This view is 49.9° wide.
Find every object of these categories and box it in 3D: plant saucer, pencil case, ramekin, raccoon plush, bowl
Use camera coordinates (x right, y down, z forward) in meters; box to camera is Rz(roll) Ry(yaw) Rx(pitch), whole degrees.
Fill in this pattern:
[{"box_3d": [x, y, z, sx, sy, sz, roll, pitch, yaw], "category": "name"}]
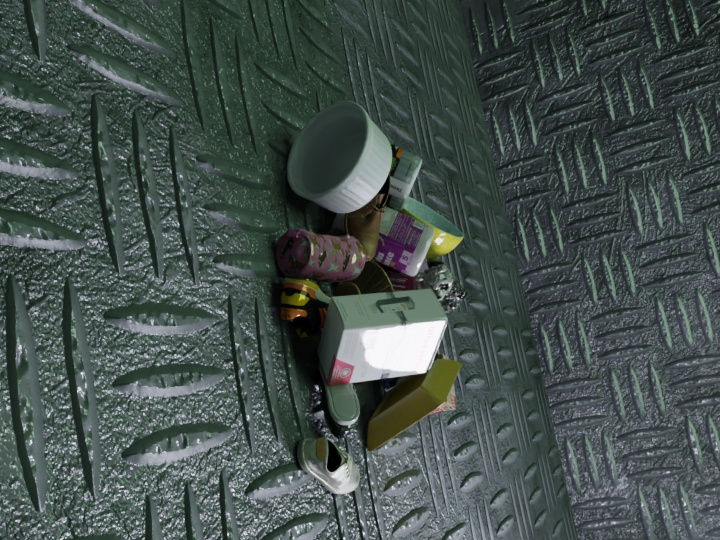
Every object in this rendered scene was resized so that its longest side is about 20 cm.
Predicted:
[{"box_3d": [0.100, 0.257, 1.563, 0.049, 0.199, 0.200, 51, 24, -1], "category": "plant saucer"}, {"box_3d": [-0.070, -0.026, 1.415, 0.199, 0.083, 0.087, 3, 56, -59], "category": "pencil case"}, {"box_3d": [-0.035, -0.207, 1.462, 0.097, 0.199, 0.203, 31, 47, -43], "category": "ramekin"}, {"box_3d": [0.152, 0.005, 1.714, 0.134, 0.096, 0.200, 55, 1, -40], "category": "raccoon plush"}, {"box_3d": [0.120, -0.083, 1.740, 0.199, 0.108, 0.200, 28, 16, -9], "category": "bowl"}]

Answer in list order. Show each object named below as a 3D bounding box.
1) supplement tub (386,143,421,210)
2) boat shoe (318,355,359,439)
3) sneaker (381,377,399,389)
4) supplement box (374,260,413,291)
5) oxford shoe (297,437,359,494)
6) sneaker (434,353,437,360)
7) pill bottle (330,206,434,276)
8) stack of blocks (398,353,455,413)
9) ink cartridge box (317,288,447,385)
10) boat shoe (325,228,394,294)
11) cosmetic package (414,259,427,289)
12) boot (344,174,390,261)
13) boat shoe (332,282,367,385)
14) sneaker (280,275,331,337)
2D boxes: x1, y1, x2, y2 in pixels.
[{"box_3d": [0.018, -0.215, 1.610, 0.123, 0.198, 0.124, 22, 90, -89], "category": "supplement tub"}, {"box_3d": [-0.044, 0.208, 1.394, 0.201, 0.075, 0.061, -93, -164, -49], "category": "boat shoe"}, {"box_3d": [0.086, 0.193, 1.691, 0.200, 0.082, 0.072, -43, 117, -64], "category": "sneaker"}, {"box_3d": [0.062, 0.061, 1.650, 0.111, 0.085, 0.202, 110, -16, -55], "category": "supplement box"}, {"box_3d": [-0.040, 0.334, 1.326, 0.200, 0.057, 0.076, 49, 31, -52], "category": "oxford shoe"}, {"box_3d": [0.059, 0.170, 1.545, 0.200, 0.107, 0.068, 15, 54, -49], "category": "sneaker"}, {"box_3d": [0.043, -0.075, 1.597, 0.112, 0.198, 0.113, 24, 90, -89], "category": "pill bottle"}, {"box_3d": [0.148, 0.224, 1.782, 0.059, 0.114, 0.202, 43, 38, -53], "category": "stack of blocks"}, {"box_3d": [0.037, 0.116, 1.365, 0.085, 0.198, 0.147, -115, -149, -43], "category": "ink cartridge box"}, {"box_3d": [-0.002, 0.001, 1.555, 0.201, 0.073, 0.063, 48, -2, -5], "category": "boat shoe"}, {"box_3d": [0.101, 0.047, 1.792, 0.090, 0.106, 0.202, 52, 33, -47], "category": "cosmetic package"}, {"box_3d": [0.018, -0.119, 1.499, 0.073, 0.075, 0.203, 4, 87, -32], "category": "boot"}, {"box_3d": [-0.015, 0.120, 1.517, 0.063, 0.072, 0.203, -37, 123, -74], "category": "boat shoe"}, {"box_3d": [-0.087, 0.082, 1.375, 0.200, 0.069, 0.091, 45, 57, -57], "category": "sneaker"}]
